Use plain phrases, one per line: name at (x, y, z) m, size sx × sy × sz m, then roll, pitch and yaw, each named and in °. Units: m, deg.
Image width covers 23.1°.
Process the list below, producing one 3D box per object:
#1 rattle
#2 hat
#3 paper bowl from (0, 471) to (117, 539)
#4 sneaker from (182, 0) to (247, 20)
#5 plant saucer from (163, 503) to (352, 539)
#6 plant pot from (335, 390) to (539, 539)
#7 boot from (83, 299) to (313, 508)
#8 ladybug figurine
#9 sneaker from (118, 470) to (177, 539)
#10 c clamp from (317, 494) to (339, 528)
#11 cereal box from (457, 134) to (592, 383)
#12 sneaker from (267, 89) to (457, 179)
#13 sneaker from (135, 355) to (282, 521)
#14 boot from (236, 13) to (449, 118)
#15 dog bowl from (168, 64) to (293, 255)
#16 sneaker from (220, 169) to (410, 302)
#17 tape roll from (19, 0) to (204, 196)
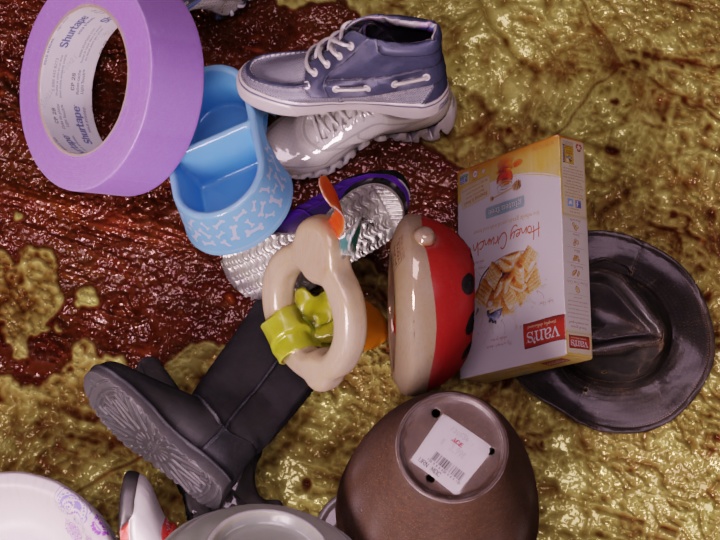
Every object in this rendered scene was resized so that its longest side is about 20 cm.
rattle at (0.000, 0.000, 1.533) m, size 0.141 × 0.202 × 0.130 m, roll -2°, pitch 33°, yaw -27°
hat at (0.229, 0.047, 1.598) m, size 0.198 × 0.081 × 0.203 m, roll 0°, pitch 75°, yaw 2°
paper bowl at (-0.303, 0.284, 1.552) m, size 0.198 × 0.104 × 0.203 m, roll -1°, pitch 75°, yaw 3°
sneaker at (-0.128, -0.294, 1.712) m, size 0.198 × 0.086 × 0.077 m, roll -19°, pitch 48°, yaw -23°
plant saucer at (-0.078, 0.250, 1.454) m, size 0.198 × 0.051 × 0.201 m, roll 5°, pitch 34°, yaw -4°
plant pot at (0.071, 0.180, 1.497) m, size 0.185 × 0.200 × 0.189 m, roll 0°, pitch 68°, yaw -1°
boot at (-0.130, 0.089, 1.565) m, size 0.165 × 0.066 × 0.200 m, roll 44°, pitch 52°, yaw -5°
ladybug figurine at (0.062, 0.030, 1.554) m, size 0.071 × 0.201 × 0.137 m, roll -2°, pitch 55°, yaw -2°
sneaker at (-0.150, 0.269, 1.544) m, size 0.107 × 0.067 × 0.204 m, roll -5°, pitch 100°, yaw 3°
c clamp at (0.039, 0.292, 1.573) m, size 0.198 × 0.027 × 0.172 m, roll 22°, pitch 78°, yaw 7°
cereal box at (0.146, -0.008, 1.591) m, size 0.039 × 0.143 × 0.202 m, roll 11°, pitch 71°, yaw -36°
sneaker at (-0.006, -0.145, 1.660) m, size 0.198 × 0.081 × 0.076 m, roll -19°, pitch 77°, yaw -1°
sneaker at (-0.141, 0.163, 1.600) m, size 0.090 × 0.076 × 0.201 m, roll -27°, pitch 83°, yaw -13°
boot at (-0.019, -0.193, 1.587) m, size 0.198 × 0.091 × 0.073 m, roll 2°, pitch 51°, yaw 8°
dog bowl at (-0.130, -0.109, 1.633) m, size 0.111 × 0.050 × 0.201 m, roll -22°, pitch 52°, yaw 10°
sneaker at (-0.034, -0.038, 1.640) m, size 0.199 × 0.100 × 0.070 m, roll -23°, pitch 108°, yaw 24°
tape roll at (-0.232, -0.172, 1.625) m, size 0.199 × 0.065 × 0.203 m, roll -3°, pitch 85°, yaw 43°
